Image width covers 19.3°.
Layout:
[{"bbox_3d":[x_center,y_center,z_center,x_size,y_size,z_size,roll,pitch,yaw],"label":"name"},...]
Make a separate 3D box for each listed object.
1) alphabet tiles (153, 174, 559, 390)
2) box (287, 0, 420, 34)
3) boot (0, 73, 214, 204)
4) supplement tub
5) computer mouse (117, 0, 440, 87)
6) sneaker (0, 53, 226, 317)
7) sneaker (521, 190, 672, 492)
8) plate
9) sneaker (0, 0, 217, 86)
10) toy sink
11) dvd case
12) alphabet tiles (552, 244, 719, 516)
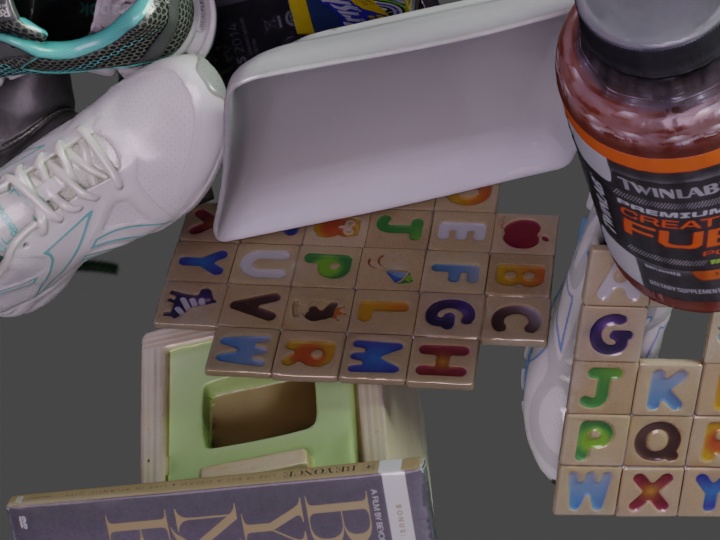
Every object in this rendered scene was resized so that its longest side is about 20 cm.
[{"bbox_3d":[0.000,0.000,1.090,0.200,0.167,0.006,3,130,8],"label":"alphabet tiles"},{"bbox_3d":[0.003,-0.222,1.068,0.064,0.070,0.200,3,70,8],"label":"box"},{"bbox_3d":[-0.168,-0.122,1.125,0.181,0.073,0.200,-2,94,25],"label":"boot"},{"bbox_3d":[0.146,-0.070,0.945,0.107,0.200,0.107,-8,58,13],"label":"supplement tub"},{"bbox_3d":[-0.044,-0.121,1.135,0.200,0.053,0.139,-8,96,21],"label":"computer mouse"},{"bbox_3d":[-0.144,-0.034,1.043,0.200,0.080,0.070,-38,78,25],"label":"sneaker"},{"bbox_3d":[0.129,0.021,1.101,0.075,0.087,0.200,14,98,5],"label":"sneaker"},{"bbox_3d":[0.024,-0.081,1.035,0.200,0.200,0.032,-13,72,-10],"label":"plate"},{"bbox_3d":[-0.175,-0.128,1.043,0.200,0.091,0.078,-7,86,6],"label":"sneaker"},{"bbox_3d":[-0.036,0.123,1.068,0.130,0.112,0.200,-12,50,10],"label":"toy sink"},{"bbox_3d":[-0.057,0.166,1.007,0.200,0.016,0.149,-6,111,8],"label":"dvd case"},{"bbox_3d":[0.206,0.061,1.088,0.200,0.008,0.167,1,122,-5],"label":"alphabet tiles"}]
